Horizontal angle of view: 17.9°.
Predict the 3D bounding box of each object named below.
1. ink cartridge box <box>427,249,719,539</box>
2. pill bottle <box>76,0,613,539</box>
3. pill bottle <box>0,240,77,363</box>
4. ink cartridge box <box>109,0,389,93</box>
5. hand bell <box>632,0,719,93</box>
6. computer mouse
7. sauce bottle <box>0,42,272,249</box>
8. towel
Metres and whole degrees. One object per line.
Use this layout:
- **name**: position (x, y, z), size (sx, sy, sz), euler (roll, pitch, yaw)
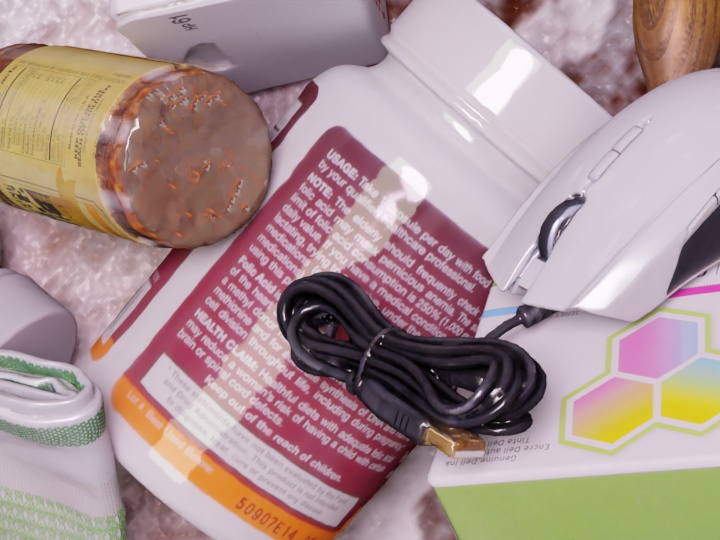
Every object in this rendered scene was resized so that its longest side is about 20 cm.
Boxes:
- **ink cartridge box**: position (0.097, 0.082, 0.692), size (0.148, 0.200, 0.076), euler (-7, 127, 26)
- **pill bottle**: position (0.000, 0.000, 0.822), size (0.114, 0.114, 0.200), euler (42, 96, 15)
- **pill bottle**: position (-0.210, -0.008, 0.880), size (0.200, 0.112, 0.112), euler (37, 95, 16)
- **ink cartridge box**: position (-0.049, -0.175, 0.835), size (0.084, 0.145, 0.200), euler (-9, 82, 7)
- **hand bell**: position (0.113, -0.151, 0.801), size (0.104, 0.104, 0.200), euler (2, 79, 15)
- **computer mouse**: position (0.075, -0.018, 0.732), size (0.200, 0.110, 0.044), euler (-34, 121, -18)
- **sauce bottle**: position (-0.108, -0.051, 0.837), size (0.200, 0.066, 0.066), euler (15, 88, 56)
- **towel**: position (-0.154, 0.103, 0.833), size (0.149, 0.031, 0.200), euler (13, 131, 17)
